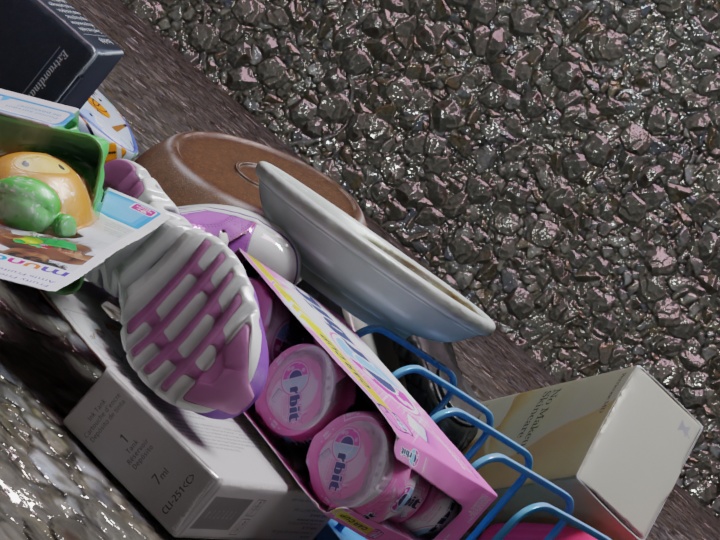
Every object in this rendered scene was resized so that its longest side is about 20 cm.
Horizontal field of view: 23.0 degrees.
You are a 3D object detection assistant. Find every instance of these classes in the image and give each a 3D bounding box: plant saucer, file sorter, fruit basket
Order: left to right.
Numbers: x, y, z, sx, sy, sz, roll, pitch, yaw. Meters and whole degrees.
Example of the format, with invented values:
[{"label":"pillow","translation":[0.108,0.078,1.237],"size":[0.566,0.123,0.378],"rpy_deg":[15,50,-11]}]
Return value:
[{"label":"fruit basket","translation":[-0.205,-0.041,0.889],"size":[0.184,0.094,0.200],"rpy_deg":[15,9,7]},{"label":"plant saucer","translation":[-0.077,-0.058,1.358],"size":[0.199,0.035,0.200],"rpy_deg":[20,19,-7]},{"label":"plant saucer","translation":[0.000,0.000,1.220],"size":[0.199,0.050,0.200],"rpy_deg":[34,3,-2]},{"label":"file sorter","translation":[0.049,0.150,1.147],"size":[0.139,0.123,0.200],"rpy_deg":[34,9,-49]}]

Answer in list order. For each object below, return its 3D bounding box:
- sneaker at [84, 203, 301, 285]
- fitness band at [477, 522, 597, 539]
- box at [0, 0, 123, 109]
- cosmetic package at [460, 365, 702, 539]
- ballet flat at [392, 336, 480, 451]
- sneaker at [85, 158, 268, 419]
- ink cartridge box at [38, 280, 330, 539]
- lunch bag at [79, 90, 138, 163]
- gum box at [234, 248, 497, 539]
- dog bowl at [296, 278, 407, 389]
[{"label":"sneaker","translation":[-0.138,-0.005,1.118],"size":[0.199,0.073,0.114],"rpy_deg":[8,9,0]},{"label":"fitness band","translation":[0.156,0.228,1.227],"size":[0.144,0.038,0.200],"rpy_deg":[45,-25,-17]},{"label":"box","translation":[-0.274,-0.144,1.103],"size":[0.200,0.149,0.107],"rpy_deg":[41,6,-3]},{"label":"cosmetic package","translation":[0.139,0.140,1.260],"size":[0.071,0.105,0.200],"rpy_deg":[43,-30,-15]},{"label":"ballet flat","translation":[0.042,0.065,1.360],"size":[0.066,0.057,0.201],"rpy_deg":[24,29,-29]},{"label":"sneaker","translation":[-0.098,0.018,0.996],"size":[0.200,0.080,0.089],"rpy_deg":[49,-1,45]},{"label":"ink cartridge box","translation":[-0.109,0.081,1.021],"size":[0.176,0.045,0.200],"rpy_deg":[43,6,21]},{"label":"lunch bag","translation":[-0.277,-0.146,1.450],"size":[0.200,0.076,0.160],"rpy_deg":[39,9,-26]},{"label":"gum box","translation":[-0.014,0.086,1.058],"size":[0.113,0.066,0.200],"rpy_deg":[36,8,-49]},{"label":"dog bowl","translation":[0.009,0.080,1.395],"size":[0.200,0.058,0.201],"rpy_deg":[53,20,-28]}]
